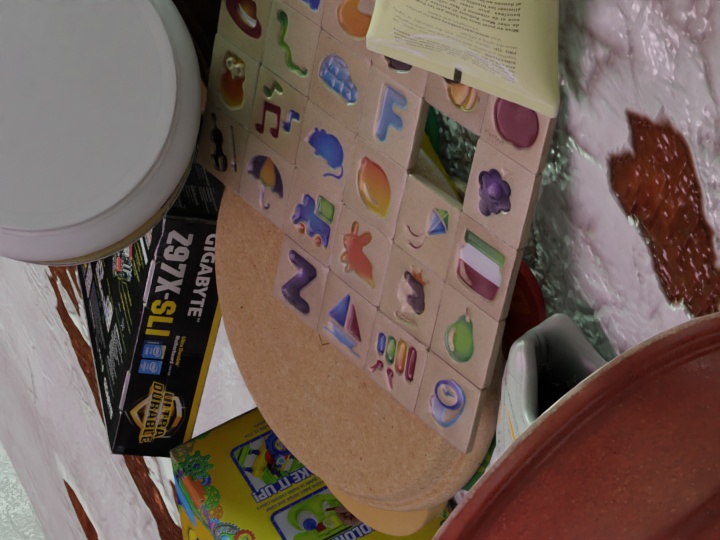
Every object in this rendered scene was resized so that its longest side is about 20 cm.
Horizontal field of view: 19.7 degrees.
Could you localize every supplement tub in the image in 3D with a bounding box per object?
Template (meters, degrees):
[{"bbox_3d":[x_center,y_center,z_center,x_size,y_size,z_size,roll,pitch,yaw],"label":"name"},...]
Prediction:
[{"bbox_3d":[-0.145,-0.076,0.957,0.200,0.144,0.145,174,72,-85],"label":"supplement tub"}]

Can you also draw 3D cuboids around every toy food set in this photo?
[{"bbox_3d":[0.004,0.017,0.940,0.198,0.048,0.201,-41,72,51],"label":"toy food set"}]

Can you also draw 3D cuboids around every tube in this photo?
[{"bbox_3d":[0.039,-0.128,0.697,0.201,0.052,0.058,92,154,-55],"label":"tube"}]

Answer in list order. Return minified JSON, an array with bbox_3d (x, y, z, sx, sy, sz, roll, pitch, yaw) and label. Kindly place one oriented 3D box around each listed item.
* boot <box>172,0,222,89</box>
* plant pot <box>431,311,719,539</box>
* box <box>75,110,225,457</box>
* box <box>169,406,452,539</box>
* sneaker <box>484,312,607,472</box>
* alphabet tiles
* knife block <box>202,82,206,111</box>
[{"bbox_3d":[-0.081,-0.159,1.009,0.097,0.074,0.201,37,149,53],"label":"boot"},{"bbox_3d":[0.135,0.148,0.590,0.195,0.200,0.202,42,152,37],"label":"plant pot"},{"bbox_3d":[-0.119,-0.016,1.184,0.200,0.049,0.161,-111,33,-53],"label":"box"},{"bbox_3d":[-0.006,0.200,1.176,0.193,0.121,0.201,53,159,34],"label":"box"},{"bbox_3d":[0.104,0.091,0.785,0.200,0.075,0.093,44,148,49],"label":"sneaker"},{"bbox_3d":[-0.003,-0.043,0.879,0.200,0.008,0.168,38,130,37],"label":"alphabet tiles"},{"bbox_3d":[-0.110,-0.195,1.097,0.176,0.199,0.064,-57,41,14],"label":"knife block"}]
